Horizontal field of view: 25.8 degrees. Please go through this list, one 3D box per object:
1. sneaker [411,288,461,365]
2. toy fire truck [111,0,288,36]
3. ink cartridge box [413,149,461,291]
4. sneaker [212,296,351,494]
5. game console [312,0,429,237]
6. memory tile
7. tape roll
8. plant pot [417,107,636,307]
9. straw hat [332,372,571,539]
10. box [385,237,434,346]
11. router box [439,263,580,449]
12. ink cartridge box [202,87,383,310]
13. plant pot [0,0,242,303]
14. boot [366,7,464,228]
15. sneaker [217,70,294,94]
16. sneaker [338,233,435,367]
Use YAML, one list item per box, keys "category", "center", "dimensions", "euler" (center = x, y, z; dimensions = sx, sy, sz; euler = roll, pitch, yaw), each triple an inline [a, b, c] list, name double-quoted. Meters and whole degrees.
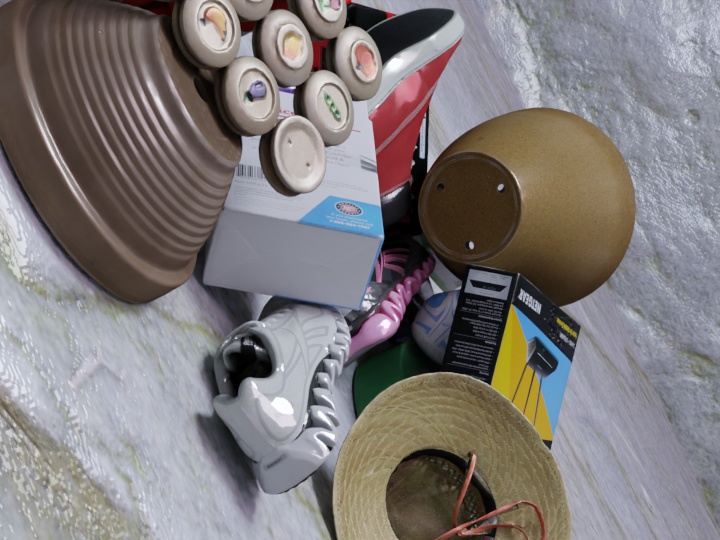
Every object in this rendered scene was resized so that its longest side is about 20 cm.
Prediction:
- category: "sneaker"
  center: [0.093, 0.053, 1.400]
  dimensions: [0.072, 0.072, 0.200]
  euler: [51, 3, 9]
- category: "toy fire truck"
  center: [-0.101, -0.172, 1.087]
  dimensions: [0.128, 0.175, 0.201]
  euler: [-32, 104, -48]
- category: "ink cartridge box"
  center: [0.044, -0.081, 1.534]
  dimensions: [0.200, 0.048, 0.146]
  euler: [46, 24, -56]
- category: "sneaker"
  center: [-0.056, 0.059, 1.047]
  dimensions: [0.081, 0.075, 0.200]
  euler: [46, 18, -21]
- category: "game console"
  center: [0.010, -0.132, 1.389]
  dimensions: [0.176, 0.031, 0.202]
  euler: [2, 90, -60]
- category: "memory tile"
  center: [-0.059, -0.161, 0.989]
  dimensions: [0.201, 0.017, 0.154]
  euler: [57, 45, -26]
- category: "tape roll"
  center: [0.061, 0.160, 1.330]
  dimensions: [0.201, 0.048, 0.201]
  euler: [58, 17, -28]
- category: "plant pot"
  center: [0.127, -0.054, 1.378]
  dimensions: [0.200, 0.185, 0.188]
  euler: [-6, 71, -66]
- category: "straw hat"
  center: [0.052, 0.180, 1.173]
  dimensions: [0.202, 0.200, 0.085]
  euler: [64, -27, -1]
- category: "box"
  center: [0.026, -0.012, 1.512]
  dimensions: [0.143, 0.036, 0.201]
  euler: [44, 24, -53]
- category: "router box"
  center: [0.122, 0.092, 1.313]
  dimensions: [0.200, 0.051, 0.151]
  euler: [31, 72, -64]
- category: "ink cartridge box"
  center: [-0.050, -0.063, 1.143]
  dimensions: [0.201, 0.115, 0.067]
  euler: [-94, -163, -55]
- category: "plant pot"
  center: [-0.134, -0.089, 0.960]
  dimensions: [0.202, 0.092, 0.201]
  euler: [58, 16, -27]
- category: "boot"
  center: [0.035, -0.125, 1.339]
  dimensions: [0.200, 0.072, 0.145]
  euler: [-48, 132, -38]
- category: "sneaker"
  center: [-0.072, -0.137, 1.301]
  dimensions: [0.200, 0.080, 0.084]
  euler: [-45, 121, -71]
- category: "sneaker"
  center: [0.000, 0.000, 1.324]
  dimensions: [0.095, 0.079, 0.200]
  euler: [48, 23, -6]
